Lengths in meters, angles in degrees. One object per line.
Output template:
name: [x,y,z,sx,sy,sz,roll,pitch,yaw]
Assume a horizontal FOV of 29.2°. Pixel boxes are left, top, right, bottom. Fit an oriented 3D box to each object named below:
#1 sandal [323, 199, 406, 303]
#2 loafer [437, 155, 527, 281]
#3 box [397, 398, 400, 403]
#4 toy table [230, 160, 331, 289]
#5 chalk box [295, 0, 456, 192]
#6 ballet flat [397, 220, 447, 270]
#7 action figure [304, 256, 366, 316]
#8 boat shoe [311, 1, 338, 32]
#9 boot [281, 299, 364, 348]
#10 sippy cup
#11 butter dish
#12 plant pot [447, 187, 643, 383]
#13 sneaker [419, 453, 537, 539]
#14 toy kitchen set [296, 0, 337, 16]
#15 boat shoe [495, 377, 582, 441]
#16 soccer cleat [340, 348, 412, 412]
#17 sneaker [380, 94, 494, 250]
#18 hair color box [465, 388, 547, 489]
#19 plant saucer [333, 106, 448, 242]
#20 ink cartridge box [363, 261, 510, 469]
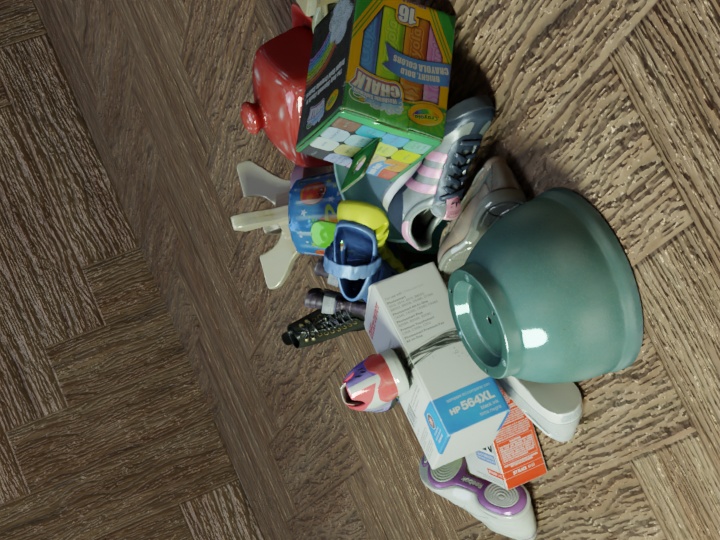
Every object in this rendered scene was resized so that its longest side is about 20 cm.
sandal: [0.000,0.000,1.626,0.079,0.087,0.200,13,155,24]
loafer: [0.134,-0.055,1.544,0.200,0.072,0.063,120,145,-59]
box: [0.088,0.171,1.865,0.122,0.048,0.200,44,171,-23]
toy table: [-0.096,-0.076,1.930,0.200,0.117,0.184,34,-138,-68]
chalk box: [0.015,-0.179,1.473,0.125,0.124,0.200,-31,48,60]
ballet flat: [0.079,-0.027,1.709,0.075,0.068,0.200,-80,-5,-57]
action figure: [0.028,0.041,1.857,0.200,0.069,0.130,21,104,21]
boat shoe: [-0.006,-0.253,1.698,0.063,0.073,0.201,107,146,-69]
boot: [-0.029,0.071,2.012,0.077,0.138,0.200,66,161,8]
sippy cup: [-0.020,-0.072,1.760,0.178,0.130,0.140,55,-144,-67]
butter dish: [-0.090,-0.223,1.844,0.200,0.148,0.200,49,154,45]
plant pot: [0.173,0.032,1.400,0.200,0.134,0.200,54,157,36]
sneaker: [0.152,0.299,1.816,0.200,0.075,0.100,29,155,47]
toy kitchen set: [-0.040,-0.325,1.563,0.180,0.163,0.200,60,160,25]
boat shoe: [0.184,0.118,1.585,0.200,0.072,0.069,42,149,37]
soccer cleat: [0.006,0.136,1.609,0.200,0.073,0.068,126,122,-76]
sneaker: [0.098,-0.104,1.505,0.082,0.070,0.200,62,140,26]
hair color box: [0.155,0.160,1.709,0.111,0.064,0.200,8,116,70]
plant saucer: [0.050,-0.134,1.619,0.200,0.036,0.200,8,102,42]
ink cartridge box: [0.084,0.111,1.605,0.146,0.084,0.200,99,147,-67]
